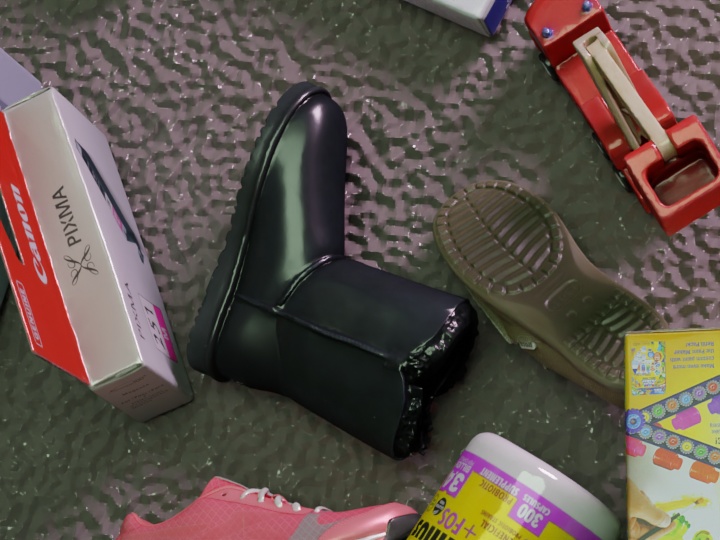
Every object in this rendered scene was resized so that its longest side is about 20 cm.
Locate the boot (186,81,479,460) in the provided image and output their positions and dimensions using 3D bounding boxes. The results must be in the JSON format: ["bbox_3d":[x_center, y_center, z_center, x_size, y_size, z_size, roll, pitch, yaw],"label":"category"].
[{"bbox_3d":[0.000,0.000,1.431,0.167,0.076,0.201,19,86,23],"label":"boot"}]

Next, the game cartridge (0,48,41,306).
[{"bbox_3d":[-0.257,-0.045,1.487,0.040,0.133,0.201,5,74,24],"label":"game cartridge"}]

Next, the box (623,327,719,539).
[{"bbox_3d":[0.214,0.149,1.262,0.121,0.200,0.194,-3,73,14],"label":"box"}]

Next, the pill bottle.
[{"bbox_3d":[0.057,0.201,1.340,0.104,0.104,0.201,31,83,21],"label":"pill bottle"}]

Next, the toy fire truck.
[{"bbox_3d":[0.155,-0.100,1.386,0.049,0.141,0.201,-32,68,4],"label":"toy fire truck"}]

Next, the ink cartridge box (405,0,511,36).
[{"bbox_3d":[0.046,-0.276,1.525,0.199,0.041,0.200,28,82,21],"label":"ink cartridge box"}]

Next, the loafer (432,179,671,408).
[{"bbox_3d":[0.114,0.021,1.402,0.076,0.068,0.200,-33,51,-11],"label":"loafer"}]

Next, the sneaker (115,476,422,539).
[{"bbox_3d":[-0.061,0.159,1.403,0.199,0.074,0.087,-17,68,10],"label":"sneaker"}]

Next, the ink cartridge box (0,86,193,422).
[{"bbox_3d":[-0.177,-0.021,1.435,0.043,0.174,0.201,-23,69,7],"label":"ink cartridge box"}]
